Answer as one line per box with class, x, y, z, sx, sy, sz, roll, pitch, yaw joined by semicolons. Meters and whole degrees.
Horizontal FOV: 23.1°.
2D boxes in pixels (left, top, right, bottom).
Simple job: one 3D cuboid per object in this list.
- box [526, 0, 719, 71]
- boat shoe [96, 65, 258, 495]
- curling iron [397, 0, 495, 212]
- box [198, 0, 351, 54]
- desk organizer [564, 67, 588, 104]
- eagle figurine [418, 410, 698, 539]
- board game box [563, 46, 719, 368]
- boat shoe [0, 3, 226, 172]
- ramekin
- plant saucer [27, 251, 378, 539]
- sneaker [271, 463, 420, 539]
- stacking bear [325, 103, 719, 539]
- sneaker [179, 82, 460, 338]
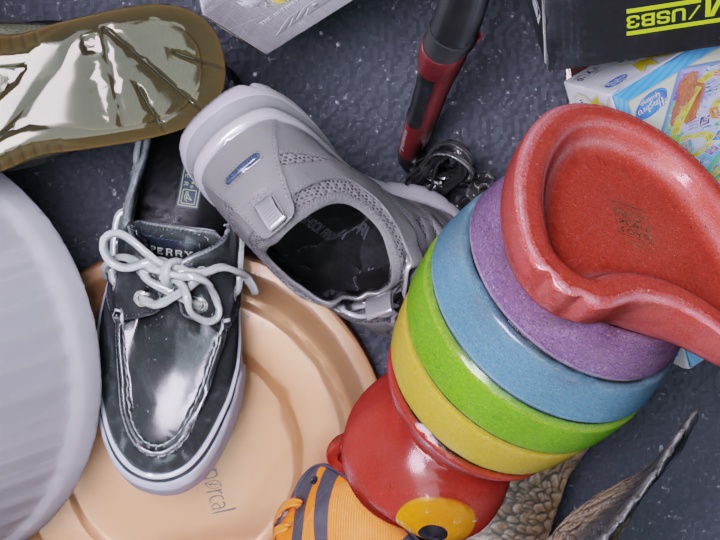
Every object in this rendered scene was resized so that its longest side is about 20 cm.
box;0.154;-0.173;0.746;0.192;0.201;0.048;-11;135;2
boat shoe;-0.081;-0.002;0.792;0.073;0.068;0.200;11;78;5
curling iron;0.047;-0.094;0.768;0.049;0.200;0.026;25;53;12
box;0.007;-0.208;0.741;0.199;0.048;0.159;-28;58;25
desk organizer;0.136;-0.058;0.807;0.071;0.077;0.201;-6;95;1
eagle figurine;0.079;0.146;0.803;0.151;0.151;0.201;5;107;22
board game box;0.192;-0.065;0.769;0.199;0.034;0.135;-30;117;-20
boat shoe;-0.157;-0.072;0.748;0.200;0.066;0.072;-9;90;-6
ramekin;-0.223;0.045;0.776;0.199;0.098;0.202;4;101;23
plant saucer;-0.085;0.088;0.846;0.199;0.032;0.202;0;96;1
sneaker;-0.052;0.145;0.804;0.199;0.078;0.113;7;64;20
stacking bear;0.059;0.039;0.713;0.121;0.114;0.200;17;134;-23
sneaker;0.000;0.000;0.772;0.075;0.082;0.200;-43;137;18
